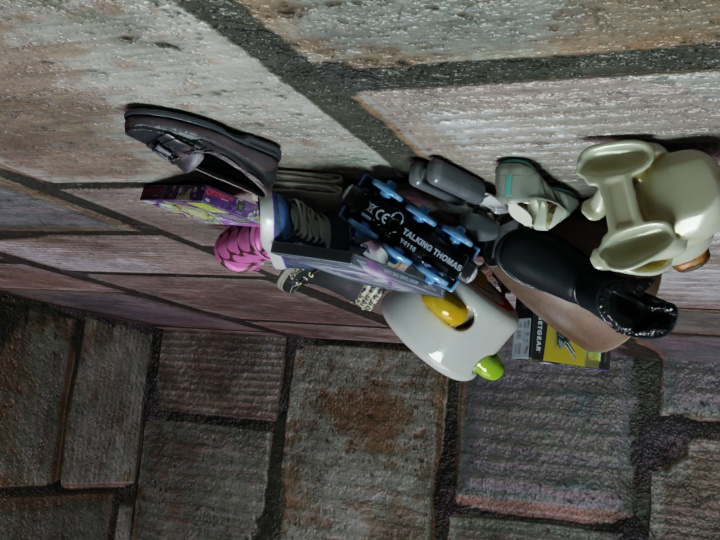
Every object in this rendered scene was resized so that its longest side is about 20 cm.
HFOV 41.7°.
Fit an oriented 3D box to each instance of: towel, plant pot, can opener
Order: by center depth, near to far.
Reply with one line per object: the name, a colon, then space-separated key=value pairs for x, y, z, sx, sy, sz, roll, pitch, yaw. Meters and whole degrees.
can opener: x=0.131 y=-0.084 z=1.202 sx=0.053 sy=0.067 sz=0.200 roll=-2 pitch=169 yaw=36
plant pot: x=0.275 y=-0.009 z=1.301 sx=0.199 sy=0.188 sz=0.187 roll=24 pitch=164 yaw=-21
towel: x=-0.081 y=-0.101 z=1.337 sx=0.132 sy=0.035 sz=0.200 roll=6 pitch=171 yaw=5

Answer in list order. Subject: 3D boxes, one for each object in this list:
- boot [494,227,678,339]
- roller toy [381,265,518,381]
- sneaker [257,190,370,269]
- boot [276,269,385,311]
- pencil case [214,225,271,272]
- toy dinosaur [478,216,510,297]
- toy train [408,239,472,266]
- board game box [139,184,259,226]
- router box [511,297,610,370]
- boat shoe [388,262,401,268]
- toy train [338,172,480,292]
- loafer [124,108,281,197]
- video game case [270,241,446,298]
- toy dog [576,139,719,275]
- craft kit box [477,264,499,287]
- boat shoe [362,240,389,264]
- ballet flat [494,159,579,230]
boot: x=0.271 y=0.012 z=1.145 sx=0.199 sy=0.077 sz=0.168 roll=25 pitch=-175 yaw=-6
roller toy: x=0.134 y=0.056 z=1.390 sx=0.200 sy=0.140 sz=0.183 roll=31 pitch=-165 yaw=-34
sneaker: x=-0.058 y=-0.060 z=1.279 sx=0.145 sy=0.081 sz=0.200 roll=-7 pitch=159 yaw=1
boot: x=-0.045 y=0.018 z=1.496 sx=0.153 sy=0.074 sz=0.204 roll=35 pitch=150 yaw=-1
pencil case: x=-0.172 y=-0.044 z=1.581 sx=0.094 sy=0.091 sz=0.200 roll=46 pitch=160 yaw=-14
toy dinosaur: x=0.215 y=-0.013 z=1.445 sx=0.047 sy=0.088 sz=0.200 roll=-31 pitch=161 yaw=-21
toy train: x=0.124 y=-0.041 z=1.476 sx=0.115 sy=0.085 sz=0.200 roll=-10 pitch=163 yaw=0
board game box: x=-0.227 y=-0.095 z=1.383 sx=0.120 sy=0.032 sz=0.199 roll=25 pitch=168 yaw=-37
router box: x=0.318 y=0.048 z=1.468 sx=0.156 sy=0.201 sz=0.052 roll=10 pitch=170 yaw=-27
boat shoe: x=-0.025 y=-0.036 z=1.587 sx=0.199 sy=0.072 sz=0.063 roll=8 pitch=-177 yaw=6
toy train: x=0.065 y=-0.048 z=1.228 sx=0.199 sy=0.087 sz=0.114 roll=33 pitch=-176 yaw=2
loafer: x=-0.181 y=-0.136 z=1.103 sx=0.199 sy=0.063 sz=0.072 roll=13 pitch=168 yaw=-35
video game case: x=0.000 y=0.000 z=1.235 sx=0.142 sy=0.019 sz=0.200 roll=9 pitch=172 yaw=41
toy dog: x=0.338 y=-0.069 z=1.051 sx=0.193 sy=0.140 sz=0.200 roll=-24 pitch=162 yaw=15
craft kit box: x=0.257 y=0.008 z=1.618 sx=0.199 sy=0.049 sz=0.197 roll=-4 pitch=174 yaw=-33
boat shoe: x=0.029 y=-0.063 z=1.386 sx=0.072 sy=0.066 sz=0.200 roll=34 pitch=166 yaw=20
ballet flat: x=0.217 y=-0.082 z=1.176 sx=0.067 sy=0.064 sz=0.200 roll=0 pitch=169 yaw=32
